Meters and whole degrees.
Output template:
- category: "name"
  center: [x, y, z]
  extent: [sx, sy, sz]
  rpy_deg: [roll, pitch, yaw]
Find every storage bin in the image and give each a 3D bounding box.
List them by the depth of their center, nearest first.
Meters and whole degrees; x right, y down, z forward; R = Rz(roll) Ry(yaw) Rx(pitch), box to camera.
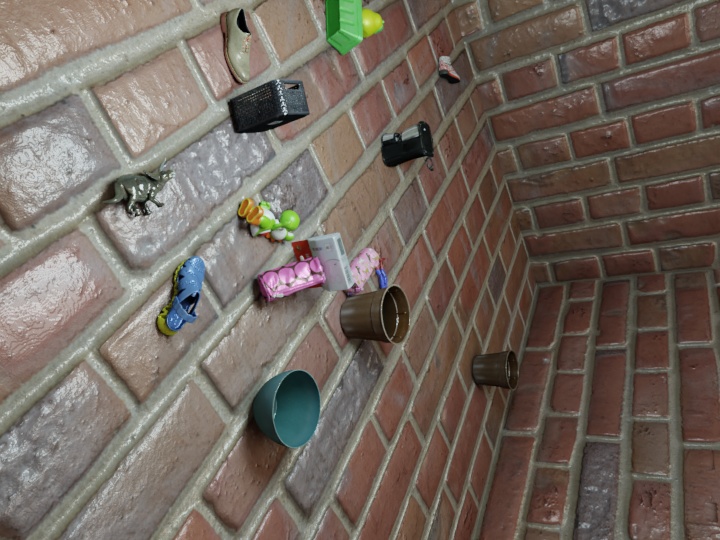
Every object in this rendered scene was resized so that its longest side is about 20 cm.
- category: "storage bin"
  center: [-0.257, -0.462, 1.493]
  extent: [0.134, 0.196, 0.096]
  rpy_deg: [-24, 104, -54]

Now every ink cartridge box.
- category: "ink cartridge box"
  center: [-0.126, -0.017, 1.607]
  extent: [0.057, 0.195, 0.167]
  rpy_deg: [-39, 116, -56]

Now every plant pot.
- category: "plant pot"
  center: [-0.220, 0.378, 1.455]
  extent: [0.198, 0.132, 0.206]
  rpy_deg: [14, 73, -54]
- category: "plant pot"
  center: [0.045, 0.158, 1.838]
  extent: [0.198, 0.194, 0.207]
  rpy_deg: [13, 74, -54]
- category: "plant pot"
  center: [0.699, 0.518, 2.740]
  extent: [0.198, 0.194, 0.207]
  rpy_deg: [15, 72, -55]

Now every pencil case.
- category: "pencil case"
  center: [-0.195, 0.028, 1.523]
  extent: [0.196, 0.094, 0.093]
  rpy_deg: [-21, 122, -20]
- category: "pencil case"
  center: [0.000, 0.000, 1.902]
  extent: [0.088, 0.081, 0.201]
  rpy_deg: [63, 38, -25]

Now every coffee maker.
- category: "coffee maker"
  center: [0.192, -0.496, 2.175]
  extent: [0.134, 0.196, 0.198]
  rpy_deg: [25, 61, -48]

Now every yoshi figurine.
- category: "yoshi figurine"
  center: [-0.251, -0.154, 1.535]
  extent: [0.199, 0.110, 0.116]
  rpy_deg: [28, 55, -54]

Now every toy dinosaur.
- category: "toy dinosaur"
  center: [-0.510, -0.180, 1.194]
  extent: [0.198, 0.076, 0.105]
  rpy_deg: [-27, 95, -50]

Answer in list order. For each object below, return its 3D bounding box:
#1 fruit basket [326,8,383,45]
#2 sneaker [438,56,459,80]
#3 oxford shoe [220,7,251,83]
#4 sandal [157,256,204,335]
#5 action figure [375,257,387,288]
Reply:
- category: "fruit basket"
  center: [-0.022, -0.926, 1.969]
  extent: [0.212, 0.154, 0.222]
  rpy_deg: [8, 78, -40]
- category: "sneaker"
  center: [0.481, -1.084, 2.834]
  extent: [0.199, 0.066, 0.111]
  rpy_deg: [-1, 87, -54]
- category: "oxford shoe"
  center: [-0.345, -0.644, 1.505]
  extent: [0.070, 0.073, 0.206]
  rpy_deg: [-24, 105, -55]
- category: "sandal"
  center: [-0.413, 0.058, 1.269]
  extent: [0.079, 0.085, 0.205]
  rpy_deg: [37, 53, -44]
- category: "action figure"
  center: [0.111, 0.052, 2.051]
  extent: [0.065, 0.097, 0.206]
  rpy_deg: [-8, 93, -54]
